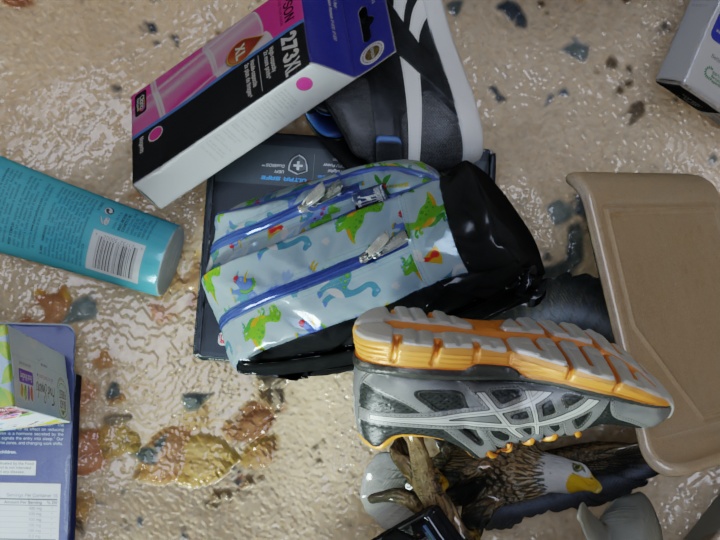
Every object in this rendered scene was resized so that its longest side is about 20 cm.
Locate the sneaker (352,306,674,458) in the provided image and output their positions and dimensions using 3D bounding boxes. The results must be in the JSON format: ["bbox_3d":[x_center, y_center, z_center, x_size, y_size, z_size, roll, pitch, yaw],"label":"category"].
[{"bbox_3d":[0.086,0.073,0.943,0.199,0.078,0.078,9,107,-10],"label":"sneaker"}]

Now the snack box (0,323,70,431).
[{"bbox_3d":[-0.265,0.075,0.991,0.141,0.200,0.053,-6,82,-2],"label":"snack box"}]

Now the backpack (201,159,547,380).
[{"bbox_3d":[0.000,0.000,1.017,0.199,0.163,0.154,-34,81,11],"label":"backpack"}]

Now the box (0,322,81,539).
[{"bbox_3d":[-0.255,0.136,1.100,0.120,0.032,0.202,2,84,-1],"label":"box"}]

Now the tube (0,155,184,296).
[{"bbox_3d":[-0.223,-0.036,1.114,0.199,0.050,0.078,19,80,6],"label":"tube"}]

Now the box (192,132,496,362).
[{"bbox_3d":[-0.011,-0.010,1.111,0.198,0.046,0.160,5,84,-1],"label":"box"}]

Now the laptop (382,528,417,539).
[{"bbox_3d":[0.077,0.280,0.980,0.176,0.201,0.103,24,61,28],"label":"laptop"}]

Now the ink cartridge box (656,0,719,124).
[{"bbox_3d":[0.283,-0.198,1.110,0.094,0.037,0.201,27,87,-32],"label":"ink cartridge box"}]

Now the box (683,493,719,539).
[{"bbox_3d":[0.228,0.248,1.073,0.095,0.078,0.200,38,85,4],"label":"box"}]

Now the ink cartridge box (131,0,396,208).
[{"bbox_3d":[-0.069,-0.128,1.067,0.199,0.037,0.095,-30,41,19],"label":"ink cartridge box"}]

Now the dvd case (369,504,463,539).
[{"bbox_3d":[0.025,0.244,1.030,0.143,0.200,0.018,55,42,2],"label":"dvd case"}]

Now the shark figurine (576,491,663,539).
[{"bbox_3d":[0.173,0.224,0.971,0.089,0.128,0.216,0,63,18],"label":"shark figurine"}]

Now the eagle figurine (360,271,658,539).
[{"bbox_3d":[0.109,0.116,1.050,0.151,0.152,0.200,37,50,21],"label":"eagle figurine"}]

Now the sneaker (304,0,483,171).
[{"bbox_3d":[0.003,-0.153,1.088,0.111,0.073,0.201,-13,66,-11],"label":"sneaker"}]

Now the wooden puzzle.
[{"bbox_3d":[0.207,0.031,1.059,0.037,0.184,0.201,-23,78,36],"label":"wooden puzzle"}]
